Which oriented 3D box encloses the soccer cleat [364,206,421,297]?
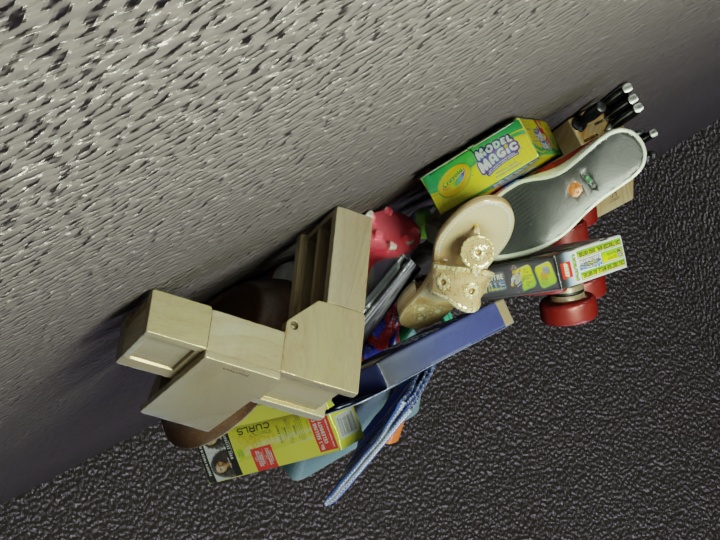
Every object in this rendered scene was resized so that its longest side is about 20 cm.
[{"bbox_3d":[0.000,0.000,1.470,0.200,0.066,0.077,-46,167,-54],"label":"soccer cleat"}]

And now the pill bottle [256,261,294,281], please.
[{"bbox_3d":[-0.123,0.082,1.571,0.199,0.113,0.112,-29,176,27],"label":"pill bottle"}]

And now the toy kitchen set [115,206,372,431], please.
[{"bbox_3d":[-0.118,0.035,1.313,0.198,0.183,0.163,18,150,-23],"label":"toy kitchen set"}]

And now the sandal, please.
[{"bbox_3d":[0.098,0.016,1.410,0.077,0.070,0.212,4,146,-24],"label":"sandal"}]

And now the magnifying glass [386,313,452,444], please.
[{"bbox_3d":[0.057,0.119,1.670,0.079,0.022,0.202,-15,132,-38],"label":"magnifying glass"}]

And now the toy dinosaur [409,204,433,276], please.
[{"bbox_3d":[0.025,0.005,1.780,0.198,0.106,0.181,-24,169,24],"label":"toy dinosaur"}]

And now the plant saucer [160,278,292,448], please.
[{"bbox_3d":[-0.139,0.082,1.439,0.199,0.037,0.202,-35,-148,25],"label":"plant saucer"}]

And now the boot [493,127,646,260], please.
[{"bbox_3d":[0.197,-0.075,1.495,0.198,0.073,0.144,-31,-179,1],"label":"boot"}]

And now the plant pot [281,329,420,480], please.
[{"bbox_3d":[-0.040,0.085,1.707,0.195,0.196,0.201,-26,154,-26],"label":"plant pot"}]

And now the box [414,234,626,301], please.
[{"bbox_3d":[0.162,0.002,1.489,0.109,0.035,0.199,-16,-176,-41],"label":"box"}]

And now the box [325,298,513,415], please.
[{"bbox_3d":[0.046,0.089,1.448,0.198,0.033,0.121,-26,180,-30],"label":"box"}]

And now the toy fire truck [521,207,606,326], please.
[{"bbox_3d":[0.191,-0.006,1.669,0.165,0.114,0.200,-5,-165,19],"label":"toy fire truck"}]

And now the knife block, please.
[{"bbox_3d":[0.266,-0.162,1.699,0.063,0.177,0.200,-25,-140,-20],"label":"knife block"}]

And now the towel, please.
[{"bbox_3d":[0.022,0.167,1.562,0.145,0.024,0.200,-52,178,16],"label":"towel"}]

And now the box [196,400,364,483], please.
[{"bbox_3d":[-0.093,0.176,1.581,0.198,0.076,0.050,-18,-178,35],"label":"box"}]

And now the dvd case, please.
[{"bbox_3d":[0.007,0.049,1.459,0.149,0.016,0.200,-51,174,2],"label":"dvd case"}]

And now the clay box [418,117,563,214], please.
[{"bbox_3d":[0.133,-0.105,1.452,0.114,0.048,0.200,-31,177,17],"label":"clay box"}]

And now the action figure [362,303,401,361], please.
[{"bbox_3d":[0.010,0.097,1.590,0.065,0.052,0.202,15,102,-41],"label":"action figure"}]

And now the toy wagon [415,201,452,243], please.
[{"bbox_3d":[0.154,-0.069,1.610,0.153,0.040,0.200,1,-158,21],"label":"toy wagon"}]

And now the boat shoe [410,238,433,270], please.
[{"bbox_3d":[0.116,-0.063,1.709,0.074,0.074,0.199,-27,-176,44],"label":"boat shoe"}]
